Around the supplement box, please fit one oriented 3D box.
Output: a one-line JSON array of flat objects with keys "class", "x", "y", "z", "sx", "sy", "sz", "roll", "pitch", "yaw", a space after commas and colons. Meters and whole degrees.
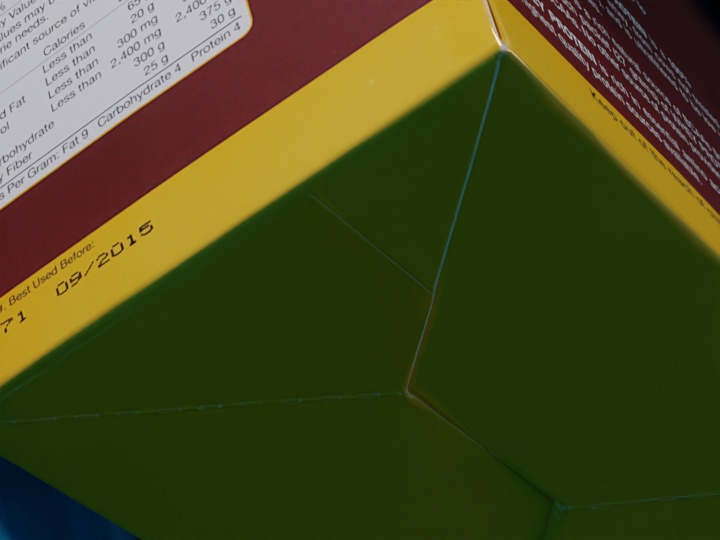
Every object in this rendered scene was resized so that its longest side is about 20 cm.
[{"class": "supplement box", "x": 0.004, "y": -0.036, "z": 0.607, "sx": 0.197, "sy": 0.132, "sz": 0.201, "roll": 38, "pitch": 26, "yaw": -46}]
